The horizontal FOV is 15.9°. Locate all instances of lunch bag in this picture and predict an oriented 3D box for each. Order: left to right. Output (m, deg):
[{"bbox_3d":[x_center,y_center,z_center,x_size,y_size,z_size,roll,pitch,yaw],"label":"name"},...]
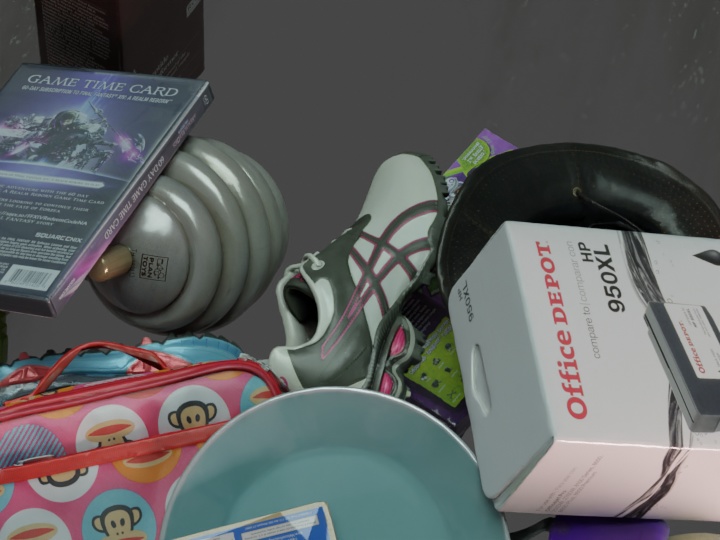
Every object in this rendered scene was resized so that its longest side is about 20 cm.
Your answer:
[{"bbox_3d":[-0.131,0.127,1.487,0.198,0.082,0.178,-12,88,-9],"label":"lunch bag"}]

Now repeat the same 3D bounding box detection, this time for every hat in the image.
[{"bbox_3d":[0.132,0.015,1.577,0.199,0.081,0.202,7,63,-14],"label":"hat"}]

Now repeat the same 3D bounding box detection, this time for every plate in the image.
[{"bbox_3d":[-0.014,0.165,1.434,0.198,0.026,0.202,-1,83,4],"label":"plate"}]

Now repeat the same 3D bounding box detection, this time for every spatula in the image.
[{"bbox_3d":[0.073,0.150,1.455,0.198,0.021,0.057,-1,32,19],"label":"spatula"}]

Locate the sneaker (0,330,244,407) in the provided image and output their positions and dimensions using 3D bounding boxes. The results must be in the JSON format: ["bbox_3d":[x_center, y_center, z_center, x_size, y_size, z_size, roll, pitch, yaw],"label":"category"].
[{"bbox_3d":[-0.158,0.099,1.547,0.198,0.080,0.096,-12,59,-8],"label":"sneaker"}]

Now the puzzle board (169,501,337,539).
[{"bbox_3d":[-0.095,0.223,1.405,0.198,0.017,0.152,-14,79,-2],"label":"puzzle board"}]

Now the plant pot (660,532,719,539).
[{"bbox_3d":[0.190,0.249,1.405,0.186,0.188,0.201,-1,41,-1],"label":"plant pot"}]

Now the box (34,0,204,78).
[{"bbox_3d":[-0.154,-0.174,1.656,0.075,0.201,0.100,27,59,16],"label":"box"}]

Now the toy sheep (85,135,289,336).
[{"bbox_3d":[-0.117,-0.021,1.590,0.137,0.139,0.200,28,27,17],"label":"toy sheep"}]

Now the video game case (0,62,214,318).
[{"bbox_3d":[-0.194,-0.053,1.546,0.142,0.019,0.200,7,45,28],"label":"video game case"}]

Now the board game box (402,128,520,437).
[{"bbox_3d":[0.070,0.007,1.641,0.120,0.032,0.200,34,61,16],"label":"board game box"}]

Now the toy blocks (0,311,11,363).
[{"bbox_3d":[-0.258,-0.045,1.645,0.199,0.100,0.137,33,51,20],"label":"toy blocks"}]

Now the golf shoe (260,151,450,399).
[{"bbox_3d":[0.000,0.000,1.567,0.088,0.077,0.201,25,53,-17],"label":"golf shoe"}]

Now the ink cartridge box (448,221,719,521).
[{"bbox_3d":[0.163,0.059,1.451,0.199,0.084,0.145,4,56,-24],"label":"ink cartridge box"}]
